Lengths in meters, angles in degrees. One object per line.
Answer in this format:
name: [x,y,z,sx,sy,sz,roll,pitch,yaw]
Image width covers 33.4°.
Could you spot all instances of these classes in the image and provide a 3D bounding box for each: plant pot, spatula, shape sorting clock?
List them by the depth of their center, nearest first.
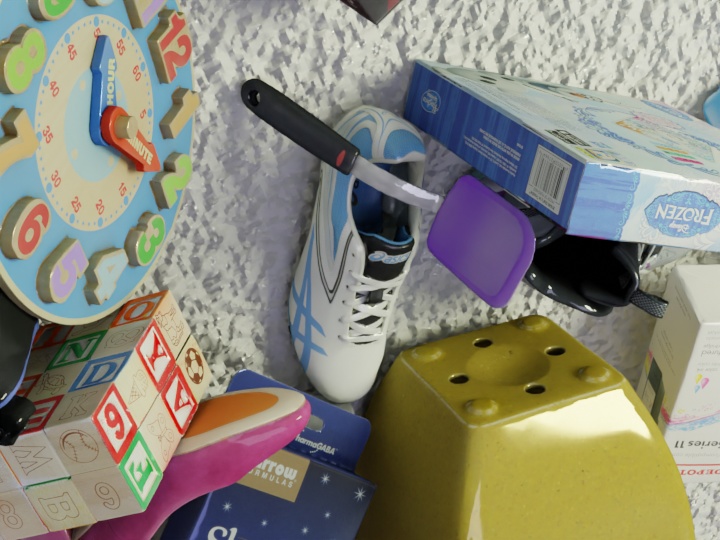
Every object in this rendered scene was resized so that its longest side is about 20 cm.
shape sorting clock: [-0.131,-0.073,0.602,0.039,0.200,0.202,4,121,17]
spatula: [0.012,-0.054,0.682,0.199,0.021,0.057,33,117,10]
plant pot: [0.104,0.149,0.809,0.193,0.194,0.203,-13,115,-18]

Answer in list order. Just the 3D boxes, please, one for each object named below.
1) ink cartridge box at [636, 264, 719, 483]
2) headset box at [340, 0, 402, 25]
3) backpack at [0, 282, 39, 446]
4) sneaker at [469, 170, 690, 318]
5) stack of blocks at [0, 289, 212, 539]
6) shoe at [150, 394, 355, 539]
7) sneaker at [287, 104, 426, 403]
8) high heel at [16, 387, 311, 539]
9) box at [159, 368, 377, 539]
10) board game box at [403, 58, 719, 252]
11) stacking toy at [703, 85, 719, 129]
ink cartridge box: [0.271,0.094,0.890,0.115,0.068,0.202,-1,128,-7]
headset box: [0.004,-0.242,0.625,0.149,0.075,0.200,-43,124,1]
backpack: [-0.264,0.031,0.587,0.198,0.183,0.136,-26,115,4]
sneaker: [0.169,-0.008,0.780,0.197,0.140,0.079,0,115,-24]
stack of blocks: [-0.191,0.086,0.640,0.198,0.116,0.059,-15,116,19]
shoe: [-0.074,0.169,0.779,0.199,0.071,0.092,-36,126,-30]
sneaker: [0.000,0.000,0.750,0.071,0.073,0.203,-4,118,-24]
high heel: [-0.101,0.136,0.661,0.198,0.067,0.097,-25,104,11]
box: [-0.065,0.171,0.721,0.120,0.032,0.202,27,84,-38]
board game box: [0.154,-0.067,0.708,0.196,0.200,0.044,4,112,-26]
stacking toy: [0.320,-0.047,0.867,0.115,0.110,0.201,-19,134,3]
